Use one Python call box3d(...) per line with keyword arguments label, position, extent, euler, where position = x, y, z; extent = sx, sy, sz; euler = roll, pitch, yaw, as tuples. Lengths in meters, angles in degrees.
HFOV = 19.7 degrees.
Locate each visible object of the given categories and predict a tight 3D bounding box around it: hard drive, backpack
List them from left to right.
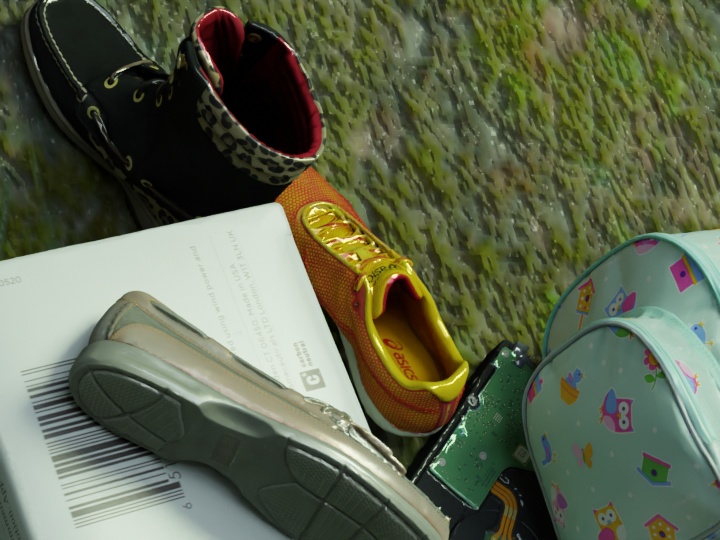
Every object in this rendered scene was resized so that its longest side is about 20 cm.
box3d(label="hard drive", position=(0.085, 0.152, 1.185), extent=(0.140, 0.038, 0.200), euler=(40, 56, -4))
box3d(label="backpack", position=(0.180, 0.078, 1.141), extent=(0.153, 0.176, 0.201), euler=(1, 62, -31))

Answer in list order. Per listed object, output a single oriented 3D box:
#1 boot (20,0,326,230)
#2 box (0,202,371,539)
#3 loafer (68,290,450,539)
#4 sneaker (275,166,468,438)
box3d(label="boot", position=(-0.103, -0.099, 1.143), extent=(0.073, 0.151, 0.201), euler=(-26, 80, -34))
box3d(label="box", position=(-0.110, 0.095, 1.057), extent=(0.199, 0.131, 0.200), euler=(-13, 73, -32))
box3d(label="loafer", position=(-0.039, 0.074, 0.985), extent=(0.199, 0.072, 0.063), euler=(30, 49, -8))
box3d(label="sneaker", position=(0.000, 0.000, 1.189), extent=(0.073, 0.077, 0.200), euler=(-28, 70, -33))
